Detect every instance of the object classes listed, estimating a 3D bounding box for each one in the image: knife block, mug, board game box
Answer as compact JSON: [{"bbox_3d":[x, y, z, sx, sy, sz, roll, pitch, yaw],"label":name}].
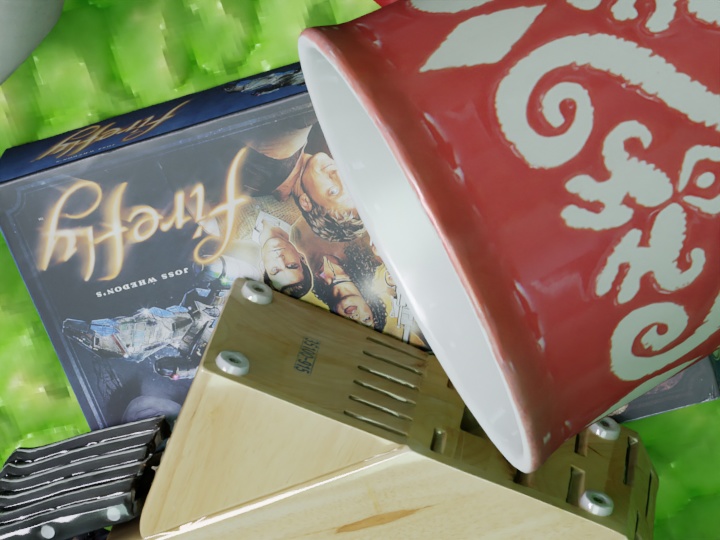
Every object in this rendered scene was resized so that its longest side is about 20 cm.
[{"bbox_3d":[-0.027,0.101,0.925,0.200,0.064,0.176,21,118,-2],"label":"knife block"},{"bbox_3d":[0.092,-0.068,0.801,0.200,0.133,0.178,-27,99,-6],"label":"mug"},{"bbox_3d":[0.000,0.000,0.926,0.200,0.035,0.136,-16,112,16],"label":"board game box"}]

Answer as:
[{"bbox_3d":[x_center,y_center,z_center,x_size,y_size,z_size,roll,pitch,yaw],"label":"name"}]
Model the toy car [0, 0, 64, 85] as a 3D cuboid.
[{"bbox_3d":[-0.140,-0.132,0.821,0.175,0.150,0.200,43,114,-13],"label":"toy car"}]
